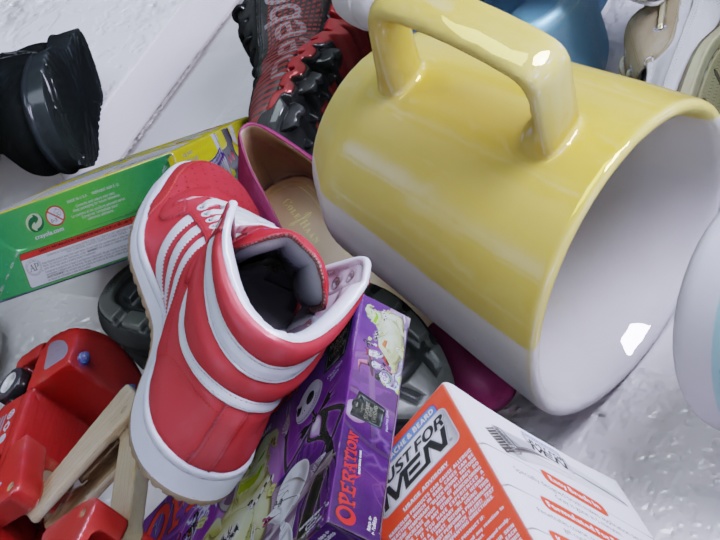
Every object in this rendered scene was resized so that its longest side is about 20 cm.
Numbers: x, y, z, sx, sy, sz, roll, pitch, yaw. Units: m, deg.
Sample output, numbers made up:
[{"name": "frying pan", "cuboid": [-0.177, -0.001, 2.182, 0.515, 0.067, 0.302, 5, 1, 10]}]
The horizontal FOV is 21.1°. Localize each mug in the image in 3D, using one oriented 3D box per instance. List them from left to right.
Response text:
[{"name": "mug", "cuboid": [0.064, -0.051, 0.862, 0.153, 0.187, 0.149, 30, 37, 29]}]

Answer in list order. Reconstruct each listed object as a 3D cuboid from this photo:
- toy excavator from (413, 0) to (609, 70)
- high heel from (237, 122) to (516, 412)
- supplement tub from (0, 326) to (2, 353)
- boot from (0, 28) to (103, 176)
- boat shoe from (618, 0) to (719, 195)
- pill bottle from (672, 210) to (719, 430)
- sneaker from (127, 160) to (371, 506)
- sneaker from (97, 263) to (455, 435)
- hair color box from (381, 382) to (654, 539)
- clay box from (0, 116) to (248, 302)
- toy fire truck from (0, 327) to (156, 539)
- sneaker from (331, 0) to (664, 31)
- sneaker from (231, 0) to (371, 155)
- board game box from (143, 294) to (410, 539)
[{"name": "toy excavator", "cuboid": [0.077, -0.104, 1.019, 0.194, 0.100, 0.200, -36, 48, -7]}, {"name": "high heel", "cuboid": [0.000, 0.000, 0.938, 0.067, 0.096, 0.200, -41, 40, -15]}, {"name": "supplement tub", "cuboid": [-0.296, 0.001, 1.029, 0.145, 0.200, 0.146, -16, 41, 15]}, {"name": "boot", "cuboid": [-0.242, -0.084, 1.162, 0.162, 0.074, 0.198, -18, 19, 3]}, {"name": "boat shoe", "cuboid": [0.170, -0.101, 0.975, 0.068, 0.075, 0.200, -9, 38, 36]}, {"name": "pill bottle", "cuboid": [0.230, 0.035, 0.754, 0.200, 0.111, 0.111, 17, 57, 42]}, {"name": "sneaker", "cuboid": [-0.050, -0.006, 0.831, 0.113, 0.071, 0.200, -55, 25, 33]}, {"name": "sneaker", "cuboid": [-0.034, 0.045, 0.927, 0.200, 0.079, 0.075, 17, 52, 36]}, {"name": "hair color box", "cuboid": [0.082, 0.141, 0.718, 0.064, 0.111, 0.200, -48, 36, 15]}, {"name": "clay box", "cuboid": [-0.119, -0.037, 1.035, 0.115, 0.048, 0.200, -18, 6, 12]}, {"name": "toy fire truck", "cuboid": [-0.133, 0.097, 0.909, 0.141, 0.049, 0.200, -31, 31, 37]}, {"name": "sneaker", "cuboid": [0.091, -0.164, 0.959, 0.200, 0.074, 0.116, -35, 53, -10]}, {"name": "sneaker", "cuboid": [-0.033, -0.120, 1.109, 0.098, 0.071, 0.201, -4, 43, 27]}, {"name": "board game box", "cuboid": [-0.048, 0.111, 0.815, 0.200, 0.032, 0.120, -47, 19, 40]}]
